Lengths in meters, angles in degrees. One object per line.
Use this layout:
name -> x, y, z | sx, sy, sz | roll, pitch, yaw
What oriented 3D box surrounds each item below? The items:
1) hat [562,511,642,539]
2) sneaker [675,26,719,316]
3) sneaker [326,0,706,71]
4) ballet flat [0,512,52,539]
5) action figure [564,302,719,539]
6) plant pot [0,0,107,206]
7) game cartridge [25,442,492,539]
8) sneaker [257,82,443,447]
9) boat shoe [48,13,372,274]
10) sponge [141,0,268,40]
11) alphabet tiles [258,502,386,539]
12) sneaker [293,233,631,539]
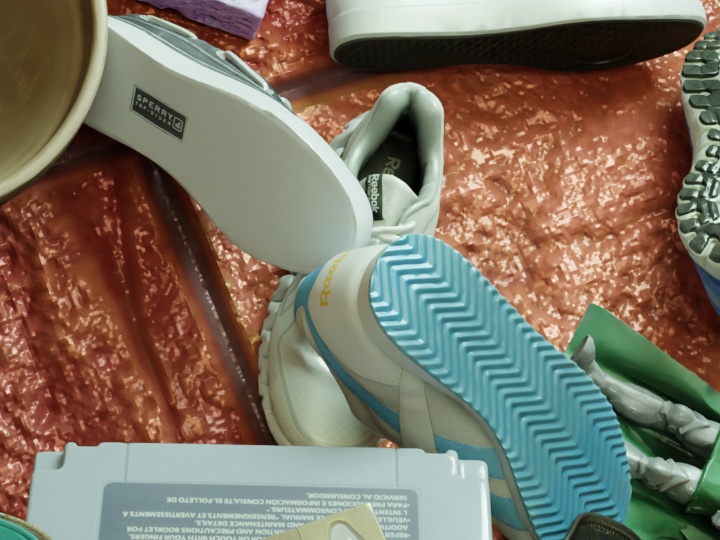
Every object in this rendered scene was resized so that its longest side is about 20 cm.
hat -> 0.141, 0.197, 0.984 | 0.081, 0.200, 0.201 | -14, 65, 30
sneaker -> 0.201, -0.050, 1.163 | 0.078, 0.089, 0.200 | 3, 47, 18
sneaker -> 0.081, -0.152, 1.173 | 0.199, 0.073, 0.085 | 0, 71, -10
ballet flat -> -0.213, 0.136, 0.914 | 0.199, 0.065, 0.071 | -2, 56, 4
action figure -> 0.184, 0.104, 1.106 | 0.200, 0.055, 0.118 | 27, 66, -3
plant pot -> -0.225, -0.107, 1.074 | 0.200, 0.093, 0.202 | 4, 73, -14
game cartridge -> -0.043, 0.132, 0.947 | 0.199, 0.042, 0.133 | 2, 48, -1
sneaker -> 0.000, 0.000, 1.093 | 0.075, 0.081, 0.201 | 15, 68, -8
boat shoe -> -0.062, -0.067, 1.092 | 0.200, 0.072, 0.068 | 32, 30, 27
sponge -> -0.079, -0.228, 1.194 | 0.111, 0.030, 0.201 | 18, 66, -5
alphabet tiles -> -0.005, 0.193, 0.873 | 0.166, 0.006, 0.200 | -18, 67, -15
sneaker -> 0.051, 0.064, 1.039 | 0.200, 0.081, 0.077 | 51, 57, -21
